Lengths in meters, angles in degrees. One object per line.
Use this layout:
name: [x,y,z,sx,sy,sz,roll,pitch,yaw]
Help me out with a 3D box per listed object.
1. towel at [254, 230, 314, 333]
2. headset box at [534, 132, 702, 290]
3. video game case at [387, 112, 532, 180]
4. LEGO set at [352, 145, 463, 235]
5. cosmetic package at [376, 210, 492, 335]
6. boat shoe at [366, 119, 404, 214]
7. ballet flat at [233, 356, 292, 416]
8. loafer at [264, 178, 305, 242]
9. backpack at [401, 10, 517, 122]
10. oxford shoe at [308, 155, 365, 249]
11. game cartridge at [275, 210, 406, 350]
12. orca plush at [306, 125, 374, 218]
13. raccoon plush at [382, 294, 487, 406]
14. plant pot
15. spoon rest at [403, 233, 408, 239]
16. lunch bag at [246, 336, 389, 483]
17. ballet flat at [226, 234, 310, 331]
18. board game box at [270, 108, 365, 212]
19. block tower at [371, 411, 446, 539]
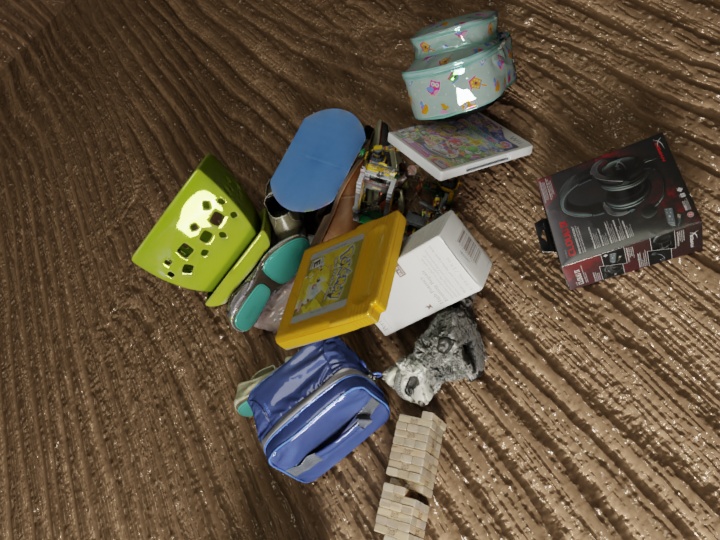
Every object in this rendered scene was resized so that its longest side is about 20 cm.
towel: [-0.122,0.022,1.111,0.196,0.032,0.195,11,70,36]
headset box: [0.341,-0.076,0.849,0.195,0.077,0.153,-18,56,20]
video game case: [0.161,-0.206,0.996,0.196,0.018,0.143,-19,44,-28]
LEGO set: [0.074,-0.139,0.973,0.196,0.117,0.156,25,62,9]
cosmetic package: [0.082,0.009,0.894,0.198,0.102,0.074,-33,14,41]
boat shoe: [0.047,-0.185,1.105,0.061,0.072,0.205,8,55,-11]
ballet flat: [-0.129,0.174,1.009,0.196,0.068,0.063,-26,43,17]
loafer: [-0.144,-0.129,1.163,0.073,0.071,0.202,-21,41,-1]
backpack: [0.159,-0.332,1.016,0.171,0.156,0.201,-3,35,28]
oxford shoe: [-0.020,-0.107,1.070,0.070,0.071,0.204,25,78,-4]
game cartridge: [-0.029,0.014,0.889,0.197,0.032,0.180,-22,41,40]
orca plush: [-0.055,-0.195,1.137,0.200,0.070,0.107,-45,34,24]
raccoon plush: [0.112,0.109,0.907,0.132,0.098,0.201,-27,21,33]
plant pot: [-0.270,-0.066,1.116,0.201,0.180,0.200,-48,18,9]
spoon rest: [0.000,0.000,1.011,0.198,0.100,0.061,-35,20,2]
lunch bag: [-0.051,0.203,0.895,0.199,0.136,0.133,-40,49,6]
ballet flat: [-0.168,0.012,1.085,0.071,0.072,0.202,33,82,39]
board game box: [-0.067,-0.186,1.085,0.155,0.039,0.204,22,81,35]
block tower: [0.063,0.295,0.826,0.056,0.054,0.205,3,65,32]
